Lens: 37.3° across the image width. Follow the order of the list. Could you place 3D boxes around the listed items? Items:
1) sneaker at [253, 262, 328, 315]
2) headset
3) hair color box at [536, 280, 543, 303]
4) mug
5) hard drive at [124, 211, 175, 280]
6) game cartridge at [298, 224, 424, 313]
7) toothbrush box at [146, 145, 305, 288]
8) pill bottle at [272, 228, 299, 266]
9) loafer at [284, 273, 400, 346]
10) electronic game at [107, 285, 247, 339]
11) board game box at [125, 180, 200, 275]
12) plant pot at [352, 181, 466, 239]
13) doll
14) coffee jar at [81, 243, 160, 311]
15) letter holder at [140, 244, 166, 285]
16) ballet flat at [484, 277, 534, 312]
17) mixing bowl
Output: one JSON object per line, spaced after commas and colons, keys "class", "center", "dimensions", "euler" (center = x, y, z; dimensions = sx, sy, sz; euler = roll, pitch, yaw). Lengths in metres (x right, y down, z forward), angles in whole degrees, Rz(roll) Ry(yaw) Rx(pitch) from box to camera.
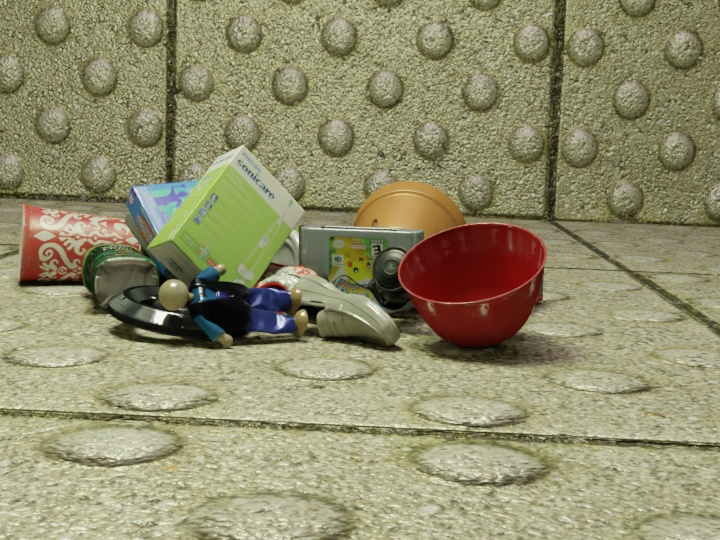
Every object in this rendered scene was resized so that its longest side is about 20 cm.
{"class": "sneaker", "center": [-0.156, 0.030, 1.631], "dimensions": [0.199, 0.068, 0.108], "euler": [-2, 15, 32]}
{"class": "headset", "center": [0.050, 0.026, 1.542], "dimensions": [0.197, 0.095, 0.124], "euler": [-8, -20, -4]}
{"class": "hair color box", "center": [0.228, 0.029, 1.764], "dimensions": [0.109, 0.065, 0.200], "euler": [4, 9, 24]}
{"class": "mug", "center": [-0.499, -0.046, 1.886], "dimensions": [0.197, 0.136, 0.177], "euler": [3, 9, -19]}
{"class": "hard drive", "center": [-0.263, -0.062, 1.726], "dimensions": [0.199, 0.026, 0.132], "euler": [-19, 62, -42]}
{"class": "game cartridge", "center": [0.000, 0.000, 1.645], "dimensions": [0.197, 0.135, 0.040], "euler": [2, 15, 13]}
{"class": "toothbrush box", "center": [-0.198, -0.061, 1.601], "dimensions": [0.146, 0.201, 0.086], "euler": [45, -31, -22]}
{"class": "pill bottle", "center": [-0.051, -0.018, 1.854], "dimensions": [0.198, 0.113, 0.110], "euler": [-4, 9, -38]}
{"class": "loafer", "center": [-0.027, 0.066, 1.454], "dimensions": [0.199, 0.070, 0.070], "euler": [21, 60, 45]}
{"class": "electronic game", "center": [-0.249, 0.060, 1.475], "dimensions": [0.197, 0.042, 0.200], "euler": [11, 9, -2]}
{"class": "board game box", "center": [-0.250, -0.074, 1.691], "dimensions": [0.198, 0.045, 0.153], "euler": [-9, 54, -37]}
{"class": "plant pot", "center": [0.069, -0.027, 1.725], "dimensions": [0.197, 0.203, 0.140], "euler": [4, 23, 12]}
{"class": "doll", "center": [-0.172, 0.042, 1.410], "dimensions": [0.197, 0.049, 0.138], "euler": [7, 46, -28]}
{"class": "coffee jar", "center": [-0.379, 0.008, 1.671], "dimensions": [0.103, 0.087, 0.200], "euler": [-1, 8, -21]}
{"class": "letter holder", "center": [-0.247, -0.008, 1.778], "dimensions": [0.198, 0.102, 0.141], "euler": [-4, 11, -38]}
{"class": "ballet flat", "center": [0.174, 0.052, 1.553], "dimensions": [0.069, 0.071, 0.199], "euler": [-5, -6, -45]}
{"class": "mixing bowl", "center": [0.156, 0.033, 1.428], "dimensions": [0.197, 0.110, 0.201], "euler": [-10, 29, 6]}
